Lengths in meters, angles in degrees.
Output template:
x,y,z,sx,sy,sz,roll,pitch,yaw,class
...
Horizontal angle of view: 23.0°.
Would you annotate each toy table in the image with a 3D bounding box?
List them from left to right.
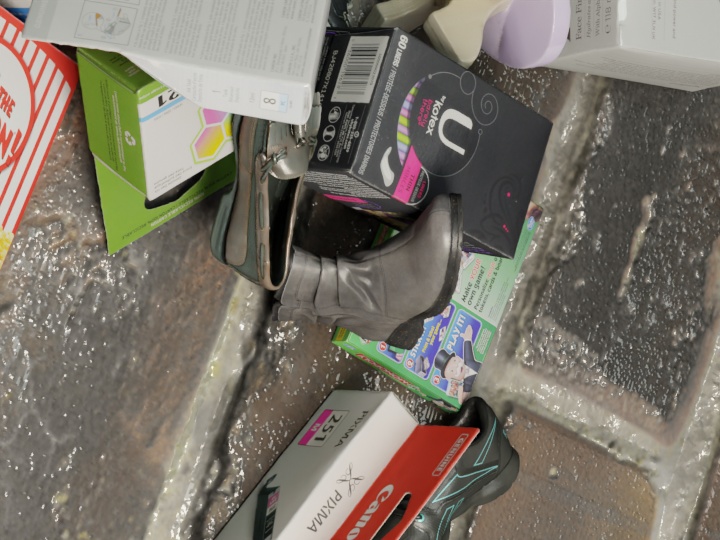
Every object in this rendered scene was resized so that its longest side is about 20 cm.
x,y,z,sx,sy,sz,roll,pitch,yaw,class
0.076,-0.251,1.473,0.116,0.185,0.201,-14,54,-36,toy table

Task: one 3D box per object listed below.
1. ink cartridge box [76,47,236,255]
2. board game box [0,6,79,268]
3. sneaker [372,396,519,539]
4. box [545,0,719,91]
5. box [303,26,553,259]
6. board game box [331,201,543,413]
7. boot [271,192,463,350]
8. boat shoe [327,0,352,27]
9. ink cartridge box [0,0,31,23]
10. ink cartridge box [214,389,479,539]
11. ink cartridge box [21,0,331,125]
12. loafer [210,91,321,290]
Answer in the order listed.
x,y,z,sx,sy,sz,roll,pitch,yaw,class
-0.123,-0.103,1.326,0.147,0.076,0.201,-34,142,-30,ink cartridge box
-0.298,-0.095,1.269,0.151,0.046,0.202,35,68,-47,board game box
0.054,0.184,1.476,0.200,0.075,0.080,-41,127,-36,sneaker
0.271,-0.279,1.610,0.198,0.130,0.202,4,85,-31,box
0.043,-0.101,1.413,0.199,0.105,0.124,24,80,-42,box
0.069,0.002,1.527,0.134,0.029,0.202,32,72,-25,board game box
0.000,0.000,1.373,0.130,0.201,0.070,11,55,-11,boot
-0.039,-0.231,1.448,0.060,0.075,0.201,-37,107,-22,boat shoe
-0.260,-0.275,1.286,0.200,0.067,0.117,44,65,-42,ink cartridge box
-0.022,0.179,1.375,0.044,0.173,0.200,48,65,-20,ink cartridge box
-0.120,-0.190,1.233,0.197,0.047,0.161,9,55,0,ink cartridge box
-0.058,-0.074,1.312,0.071,0.063,0.201,-25,144,-41,loafer
